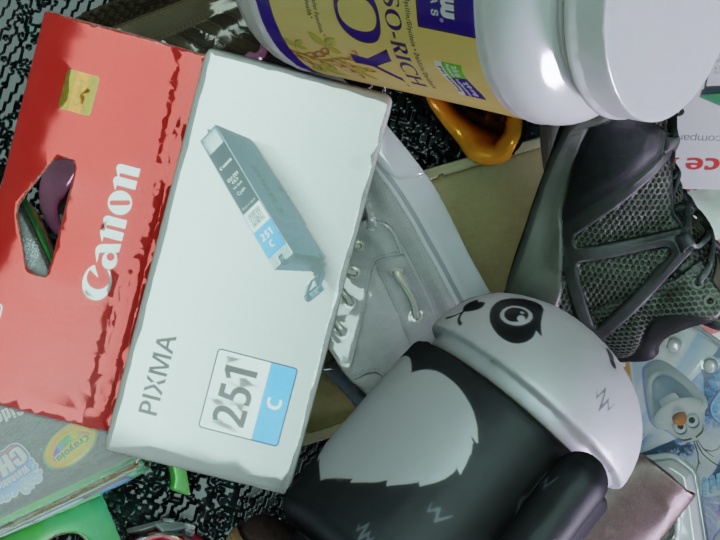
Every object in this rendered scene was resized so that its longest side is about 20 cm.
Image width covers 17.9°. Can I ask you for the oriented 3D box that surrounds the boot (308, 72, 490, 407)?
[{"bbox_3d":[0.000,0.000,1.168,0.096,0.074,0.200,-37,111,-11],"label":"boot"}]

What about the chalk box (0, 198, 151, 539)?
[{"bbox_3d":[-0.186,0.078,1.189,0.124,0.124,0.200,-24,87,-5],"label":"chalk box"}]

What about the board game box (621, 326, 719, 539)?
[{"bbox_3d":[0.146,0.131,1.189,0.200,0.026,0.200,37,101,12],"label":"board game box"}]

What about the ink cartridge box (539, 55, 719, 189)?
[{"bbox_3d":[0.169,-0.139,1.168,0.146,0.084,0.200,1,132,1],"label":"ink cartridge box"}]

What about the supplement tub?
[{"bbox_3d":[0.056,-0.145,1.029,0.200,0.145,0.146,16,88,34],"label":"supplement tub"}]

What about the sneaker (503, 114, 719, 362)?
[{"bbox_3d":[0.145,-0.041,1.123,0.114,0.076,0.200,16,111,2],"label":"sneaker"}]

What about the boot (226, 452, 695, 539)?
[{"bbox_3d":[0.050,0.132,1.171,0.200,0.072,0.166,30,91,5],"label":"boot"}]

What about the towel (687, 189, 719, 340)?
[{"bbox_3d":[0.230,-0.027,1.273,0.144,0.023,0.200,-16,88,-1],"label":"towel"}]

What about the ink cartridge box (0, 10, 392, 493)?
[{"bbox_3d":[-0.094,-0.010,1.103,0.176,0.045,0.200,14,94,-2],"label":"ink cartridge box"}]

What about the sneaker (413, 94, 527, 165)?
[{"bbox_3d":[0.041,-0.138,1.185,0.078,0.077,0.200,-23,128,21],"label":"sneaker"}]

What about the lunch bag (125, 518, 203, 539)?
[{"bbox_3d":[-0.083,0.236,1.218,0.176,0.082,0.200,-43,91,-5],"label":"lunch bag"}]

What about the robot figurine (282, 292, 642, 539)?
[{"bbox_3d":[0.043,0.103,1.079,0.150,0.125,0.200,38,80,23],"label":"robot figurine"}]

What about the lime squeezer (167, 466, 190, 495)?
[{"bbox_3d":[-0.095,0.017,1.244,0.071,0.038,0.200,18,86,0],"label":"lime squeezer"}]

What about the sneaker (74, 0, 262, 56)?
[{"bbox_3d":[-0.067,-0.127,1.244,0.200,0.070,0.076,-19,115,-5],"label":"sneaker"}]

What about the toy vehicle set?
[{"bbox_3d":[0.027,0.012,1.241,0.200,0.027,0.124,-16,93,-11],"label":"toy vehicle set"}]

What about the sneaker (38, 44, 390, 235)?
[{"bbox_3d":[-0.065,-0.053,1.193,0.200,0.095,0.079,-29,130,-7],"label":"sneaker"}]

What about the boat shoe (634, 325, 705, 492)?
[{"bbox_3d":[0.165,0.119,1.232,0.072,0.066,0.200,4,97,-13],"label":"boat shoe"}]
